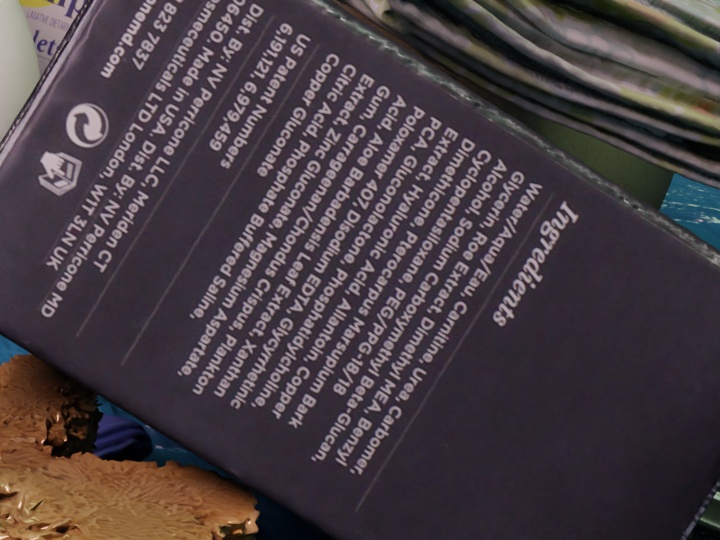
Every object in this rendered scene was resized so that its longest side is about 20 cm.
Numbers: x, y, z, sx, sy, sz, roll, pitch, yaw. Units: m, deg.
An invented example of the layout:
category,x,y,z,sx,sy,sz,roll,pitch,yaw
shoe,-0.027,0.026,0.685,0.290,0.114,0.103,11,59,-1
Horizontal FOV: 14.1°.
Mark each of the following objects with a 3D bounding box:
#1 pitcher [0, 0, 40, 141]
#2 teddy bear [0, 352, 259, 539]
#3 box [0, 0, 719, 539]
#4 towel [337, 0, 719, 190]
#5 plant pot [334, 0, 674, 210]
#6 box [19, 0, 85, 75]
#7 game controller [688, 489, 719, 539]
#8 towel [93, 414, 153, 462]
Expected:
category,x,y,z,sx,sy,sz,roll,pitch,yaw
pitcher,-0.171,-0.064,1.034,0.121,0.172,0.200,-17,40,-1
teddy bear,-0.125,0.064,0.752,0.199,0.067,0.145,13,27,4
box,0.000,0.000,0.808,0.199,0.118,0.197,31,3,-3
towel,0.028,-0.099,0.833,0.171,0.048,0.200,22,18,-34
plant pot,0.010,-0.037,0.984,0.199,0.201,0.135,13,30,1
box,-0.048,-0.082,1.198,0.183,0.106,0.200,22,19,25
game controller,0.138,0.076,0.976,0.199,0.042,0.104,20,33,23
towel,-0.178,0.033,0.888,0.199,0.024,0.145,21,18,23
